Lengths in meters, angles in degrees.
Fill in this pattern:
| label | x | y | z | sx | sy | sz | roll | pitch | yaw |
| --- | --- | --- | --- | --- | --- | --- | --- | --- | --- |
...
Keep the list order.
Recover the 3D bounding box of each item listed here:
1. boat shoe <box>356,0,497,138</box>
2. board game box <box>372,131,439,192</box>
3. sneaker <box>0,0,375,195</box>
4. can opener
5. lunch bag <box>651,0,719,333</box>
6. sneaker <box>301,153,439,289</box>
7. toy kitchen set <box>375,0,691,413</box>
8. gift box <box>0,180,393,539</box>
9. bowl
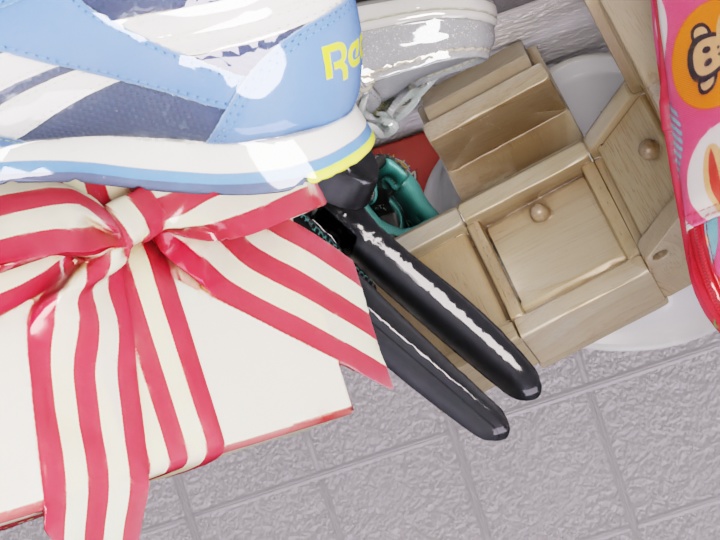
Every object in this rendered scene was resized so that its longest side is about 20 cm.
| label | x | y | z | sx | sy | sz | roll | pitch | yaw |
| --- | --- | --- | --- | --- | --- | --- | --- | --- | --- |
| boat shoe | -0.032 | -0.063 | 0.912 | 0.201 | 0.065 | 0.074 | -19 | 176 | 14 |
| board game box | 0.000 | -0.047 | 1.428 | 0.199 | 0.040 | 0.153 | -18 | 176 | 1 |
| sneaker | -0.095 | -0.069 | 0.607 | 0.199 | 0.083 | 0.074 | 0 | -158 | -6 |
| can opener | 0.000 | 0.000 | 0.983 | 0.063 | 0.200 | 0.079 | -41 | -178 | -19 |
| lunch bag | 0.203 | -0.062 | 0.874 | 0.176 | 0.201 | 0.082 | 10 | 158 | -37 |
| sneaker | -0.002 | -0.027 | 1.193 | 0.200 | 0.091 | 0.077 | 28 | -149 | 35 |
| toy kitchen set | 0.072 | -0.071 | 1.027 | 0.200 | 0.163 | 0.180 | -28 | 151 | 8 |
| gift box | -0.114 | 0.017 | 0.757 | 0.184 | 0.201 | 0.187 | -21 | 178 | -45 |
| bowl | 0.135 | -0.056 | 1.204 | 0.201 | 0.201 | 0.091 | -16 | 137 | -21 |
